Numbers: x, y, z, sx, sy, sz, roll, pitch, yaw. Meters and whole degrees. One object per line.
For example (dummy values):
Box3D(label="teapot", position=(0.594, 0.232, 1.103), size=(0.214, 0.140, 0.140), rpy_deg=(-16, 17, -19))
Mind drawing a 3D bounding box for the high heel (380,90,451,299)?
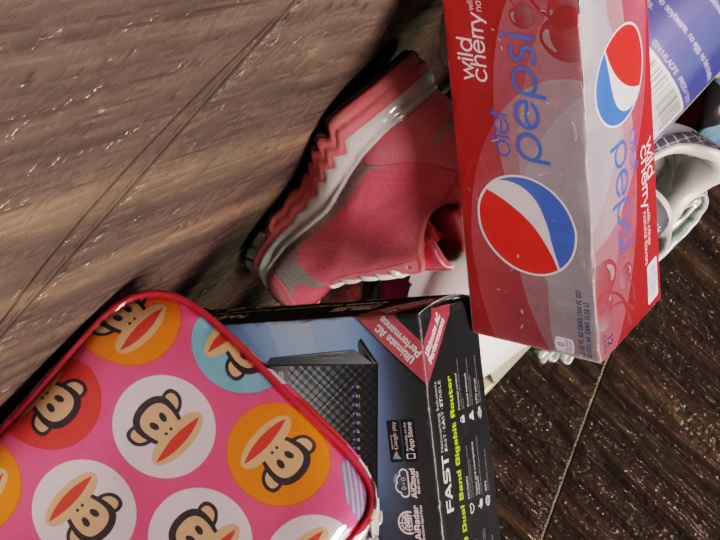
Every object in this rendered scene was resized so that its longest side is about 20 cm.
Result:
Box3D(label="high heel", position=(0.074, -0.037, 1.150), size=(0.096, 0.067, 0.200), rpy_deg=(-5, -124, 35))

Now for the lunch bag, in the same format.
Box3D(label="lunch bag", position=(-0.090, 0.127, 0.926), size=(0.200, 0.176, 0.082), rpy_deg=(-45, 173, -11))

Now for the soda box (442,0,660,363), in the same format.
Box3D(label="soda box", position=(0.084, -0.063, 0.946), size=(0.063, 0.070, 0.200), rpy_deg=(-41, 135, -44))

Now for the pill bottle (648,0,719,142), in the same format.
Box3D(label="pill bottle", position=(0.150, -0.151, 1.078), size=(0.200, 0.116, 0.116), rpy_deg=(-46, 173, -7))

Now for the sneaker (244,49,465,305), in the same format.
Box3D(label="sneaker", position=(0.007, -0.020, 1.064), size=(0.074, 0.087, 0.200), rpy_deg=(-42, 172, -31))

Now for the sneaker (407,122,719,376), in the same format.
Box3D(label="sneaker", position=(0.102, -0.011, 1.109), size=(0.200, 0.080, 0.076), rpy_deg=(-47, 135, -22))

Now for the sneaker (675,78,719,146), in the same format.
Box3D(label="sneaker", position=(0.160, -0.115, 1.260), size=(0.090, 0.200, 0.078), rpy_deg=(-4, 103, -40))

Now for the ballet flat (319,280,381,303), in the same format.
Box3D(label="ballet flat", position=(0.000, 0.000, 1.183), size=(0.067, 0.068, 0.200), rpy_deg=(-5, -128, 35))

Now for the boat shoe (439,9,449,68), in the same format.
Box3D(label="boat shoe", position=(0.113, -0.163, 0.994), size=(0.200, 0.069, 0.057), rpy_deg=(-51, 173, 10))

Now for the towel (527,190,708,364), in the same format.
Box3D(label="towel", position=(0.121, -0.034, 1.412), size=(0.149, 0.031, 0.200), rpy_deg=(-45, -143, -2))

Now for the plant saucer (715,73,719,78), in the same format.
Box3D(label="plant saucer", position=(0.209, -0.146, 1.213), size=(0.200, 0.200, 0.035), rpy_deg=(-39, 131, -52))

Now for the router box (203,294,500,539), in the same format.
Box3D(label="router box", position=(-0.016, 0.114, 1.015), size=(0.150, 0.200, 0.062), rpy_deg=(-5, -176, 28))

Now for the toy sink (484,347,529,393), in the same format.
Box3D(label="toy sink", position=(0.061, -0.011, 1.280), size=(0.200, 0.130, 0.112), rpy_deg=(-46, 173, -1))
